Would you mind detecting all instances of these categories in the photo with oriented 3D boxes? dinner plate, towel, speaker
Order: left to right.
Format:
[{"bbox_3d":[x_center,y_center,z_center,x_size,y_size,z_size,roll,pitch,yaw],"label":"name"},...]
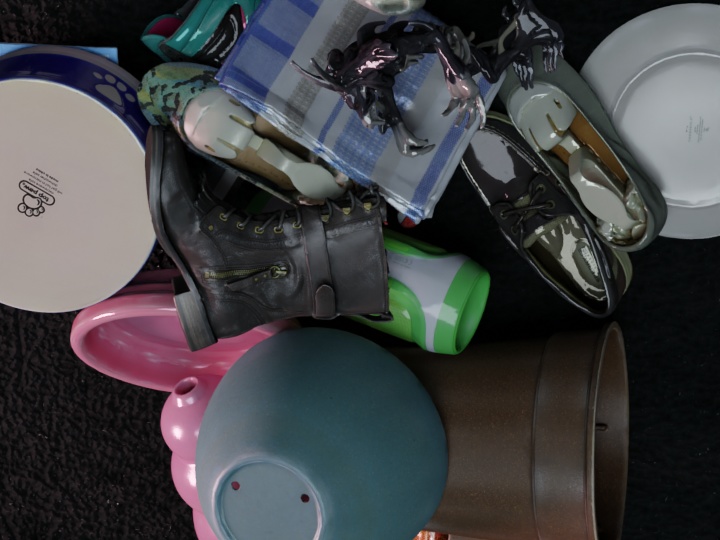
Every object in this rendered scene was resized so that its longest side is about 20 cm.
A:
[{"bbox_3d":[0.000,0.000,1.603,0.200,0.088,0.089,21,116,17],"label":"speaker"},{"bbox_3d":[0.004,-0.148,1.516,0.200,0.024,0.147,33,78,-14],"label":"towel"},{"bbox_3d":[0.265,-0.114,1.576,0.200,0.024,0.200,2,115,5],"label":"dinner plate"}]

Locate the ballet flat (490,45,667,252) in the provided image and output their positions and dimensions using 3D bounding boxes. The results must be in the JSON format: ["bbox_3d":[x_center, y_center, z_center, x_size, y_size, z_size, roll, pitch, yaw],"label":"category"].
[{"bbox_3d":[0.168,-0.099,1.555,0.067,0.064,0.200,-37,96,32],"label":"ballet flat"}]

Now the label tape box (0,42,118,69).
[{"bbox_3d":[-0.258,-0.098,1.628,0.143,0.066,0.200,3,112,6],"label":"label tape box"}]

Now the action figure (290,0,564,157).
[{"bbox_3d":[0.053,-0.140,1.458,0.200,0.119,0.102,-16,92,-24],"label":"action figure"}]

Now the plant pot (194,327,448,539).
[{"bbox_3d":[-0.047,0.159,1.520,0.200,0.135,0.200,6,108,17],"label":"plant pot"}]

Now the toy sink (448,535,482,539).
[{"bbox_3d":[0.133,0.289,1.678,0.112,0.200,0.131,-3,113,9],"label":"toy sink"}]

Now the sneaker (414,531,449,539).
[{"bbox_3d":[0.034,0.271,1.755,0.077,0.073,0.200,19,113,9],"label":"sneaker"}]

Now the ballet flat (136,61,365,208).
[{"bbox_3d":[-0.077,-0.099,1.524,0.200,0.074,0.074,25,116,-20],"label":"ballet flat"}]

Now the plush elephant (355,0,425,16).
[{"bbox_3d":[0.045,-0.275,1.460,0.155,0.165,0.200,48,141,0],"label":"plush elephant"}]

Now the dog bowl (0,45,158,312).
[{"bbox_3d":[-0.246,-0.071,1.560,0.200,0.079,0.200,2,113,6],"label":"dog bowl"}]

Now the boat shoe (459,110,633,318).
[{"bbox_3d":[0.149,-0.045,1.598,0.073,0.065,0.200,-40,103,23],"label":"boat shoe"}]

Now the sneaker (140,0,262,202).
[{"bbox_3d":[-0.123,-0.151,1.572,0.121,0.084,0.200,22,107,-8],"label":"sneaker"}]

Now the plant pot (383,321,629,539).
[{"bbox_3d":[0.111,0.138,1.628,0.198,0.200,0.201,2,115,16],"label":"plant pot"}]

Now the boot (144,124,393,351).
[{"bbox_3d":[-0.067,-0.036,1.498,0.174,0.069,0.200,-14,116,-3],"label":"boot"}]

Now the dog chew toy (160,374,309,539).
[{"bbox_3d":[-0.104,0.169,1.682,0.124,0.125,0.200,-19,124,15],"label":"dog chew toy"}]

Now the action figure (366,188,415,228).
[{"bbox_3d":[0.024,-0.116,1.564,0.065,0.099,0.200,-15,115,-4],"label":"action figure"}]

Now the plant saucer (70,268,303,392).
[{"bbox_3d":[-0.138,0.049,1.638,0.200,0.051,0.201,4,157,2],"label":"plant saucer"}]
